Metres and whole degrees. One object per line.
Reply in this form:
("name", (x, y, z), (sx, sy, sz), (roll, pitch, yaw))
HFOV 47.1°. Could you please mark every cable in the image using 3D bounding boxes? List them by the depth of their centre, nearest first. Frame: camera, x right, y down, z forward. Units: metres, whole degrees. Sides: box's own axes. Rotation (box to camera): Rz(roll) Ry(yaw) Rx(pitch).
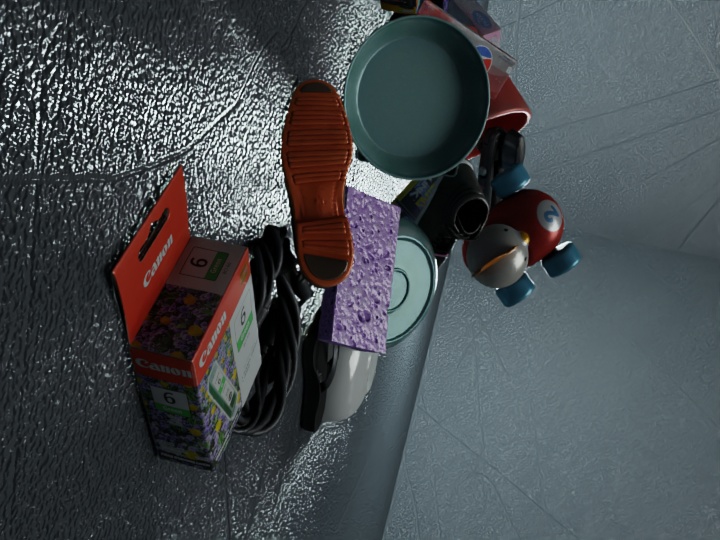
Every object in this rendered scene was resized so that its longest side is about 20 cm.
("cable", (-0.088, 0.058, 0.773), (0.165, 0.050, 0.202), (90, 15, -48))

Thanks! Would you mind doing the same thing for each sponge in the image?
("sponge", (0.000, 0.000, 1.079), (0.111, 0.029, 0.205), (19, 73, -47))

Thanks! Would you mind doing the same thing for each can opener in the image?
("can opener", (0.219, -0.151, 1.379), (0.063, 0.079, 0.203), (-21, 138, -27))

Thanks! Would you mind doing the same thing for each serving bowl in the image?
("serving bowl", (-0.011, 0.140, 1.283), (0.200, 0.064, 0.205), (12, 90, -81))

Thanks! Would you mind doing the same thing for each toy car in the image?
("toy car", (0.228, -0.038, 1.263), (0.186, 0.175, 0.200), (55, 20, -4))

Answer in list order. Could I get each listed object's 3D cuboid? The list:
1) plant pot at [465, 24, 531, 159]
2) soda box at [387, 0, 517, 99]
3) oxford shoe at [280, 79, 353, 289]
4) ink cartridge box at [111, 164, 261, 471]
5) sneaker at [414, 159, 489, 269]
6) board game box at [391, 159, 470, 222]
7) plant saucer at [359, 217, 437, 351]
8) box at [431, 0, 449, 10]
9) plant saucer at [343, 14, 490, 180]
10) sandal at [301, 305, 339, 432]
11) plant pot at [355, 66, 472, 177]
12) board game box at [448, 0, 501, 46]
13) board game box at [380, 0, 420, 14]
("plant pot", (0.165, -0.298, 1.396), (0.200, 0.197, 0.180), (37, 30, -79))
("soda box", (0.135, -0.331, 1.215), (0.071, 0.198, 0.064), (-56, -144, 17))
("oxford shoe", (-0.046, -0.083, 0.811), (0.073, 0.070, 0.205), (148, -58, -77))
("ink cartridge box", (-0.115, 0.040, 0.587), (0.202, 0.049, 0.110), (92, 13, -46))
("sneaker", (0.129, -0.055, 1.232), (0.100, 0.069, 0.203), (-111, -146, -52))
("board game box", (0.099, -0.100, 1.365), (0.200, 0.057, 0.165), (-47, 170, 1))
("plant saucer", (0.040, 0.026, 1.185), (0.197, 0.027, 0.204), (-14, 115, -33))
("box", (0.115, -0.501, 1.287), (0.142, 0.077, 0.203), (90, 14, -59))
("plant saucer", (0.068, -0.219, 1.052), (0.036, 0.196, 0.204), (-141, -122, -69))
("sandal", (-0.048, 0.131, 1.115), (0.077, 0.042, 0.203), (-65, 163, -53))
("plant pot", (0.077, -0.224, 1.191), (0.200, 0.138, 0.144), (-72, 172, -79))
("board game box", (0.185, -0.422, 1.540), (0.201, 0.043, 0.202), (87, -23, -56))
("board game box", (0.069, -0.476, 1.093), (0.166, 0.056, 0.203), (77, 26, -63))
